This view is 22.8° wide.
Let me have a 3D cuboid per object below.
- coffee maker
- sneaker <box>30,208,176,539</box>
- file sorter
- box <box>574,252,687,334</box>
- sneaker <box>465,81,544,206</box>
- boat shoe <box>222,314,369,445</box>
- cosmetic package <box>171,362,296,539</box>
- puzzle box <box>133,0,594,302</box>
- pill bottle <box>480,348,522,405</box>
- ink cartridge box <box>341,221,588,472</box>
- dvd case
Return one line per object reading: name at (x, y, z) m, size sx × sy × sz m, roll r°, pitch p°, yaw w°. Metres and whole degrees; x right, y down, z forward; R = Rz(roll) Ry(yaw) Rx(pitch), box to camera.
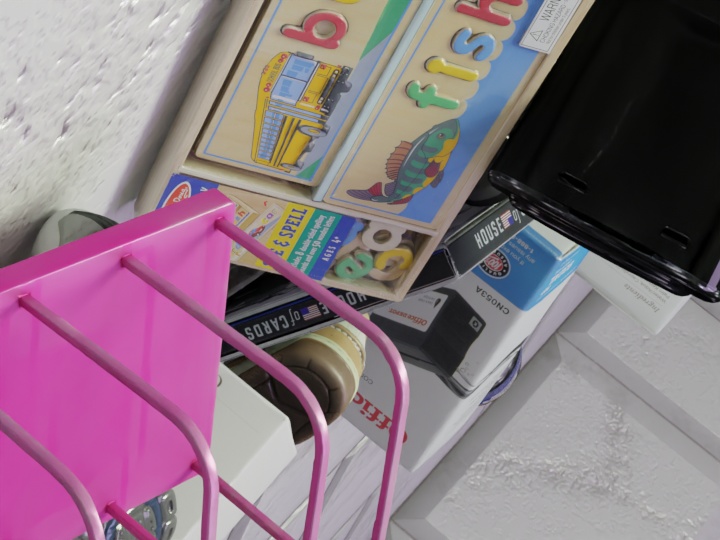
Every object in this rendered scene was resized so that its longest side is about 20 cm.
coffee maker at (0.143, -0.099, 0.775) m, size 0.200 × 0.135 × 0.192 m, roll -62°, pitch 152°, yaw 1°
sneaker at (-0.131, 0.056, 0.769) m, size 0.074 × 0.087 × 0.200 m, roll -33°, pitch 142°, yaw -42°
file sorter at (-0.094, 0.084, 0.644) m, size 0.200 × 0.125 × 0.139 m, roll -24°, pitch 135°, yaw -39°
box at (0.289, -0.085, 1.774) m, size 0.171 × 0.200 × 0.199 m, roll -55°, pitch 171°, yaw 32°
sneaker at (0.093, -0.087, 0.992) m, size 0.070 × 0.090 × 0.200 m, roll -17°, pitch -145°, yaw 23°
boat shoe at (-0.063, 0.078, 1.047) m, size 0.200 × 0.072 × 0.076 m, roll -28°, pitch -160°, yaw 39°
cosmetic package at (-0.135, 0.124, 0.888) m, size 0.200 × 0.108 × 0.085 m, roll -51°, pitch 168°, yaw -12°
puzzle box at (-0.001, -0.074, 0.751) m, size 0.025 × 0.133 × 0.200 m, roll -99°, pitch -149°, yaw -45°
pill bottle at (0.103, 0.073, 1.760) m, size 0.112 × 0.112 × 0.200 m, roll -51°, pitch 170°, yaw -3°
ink cartridge box at (0.039, 0.005, 1.125) m, size 0.084 × 0.145 × 0.200 m, roll -38°, pitch 163°, yaw -53°
dvd case at (0.000, 0.000, 0.998) m, size 0.200 × 0.025 × 0.150 m, roll -19°, pitch -171°, yaw 33°
